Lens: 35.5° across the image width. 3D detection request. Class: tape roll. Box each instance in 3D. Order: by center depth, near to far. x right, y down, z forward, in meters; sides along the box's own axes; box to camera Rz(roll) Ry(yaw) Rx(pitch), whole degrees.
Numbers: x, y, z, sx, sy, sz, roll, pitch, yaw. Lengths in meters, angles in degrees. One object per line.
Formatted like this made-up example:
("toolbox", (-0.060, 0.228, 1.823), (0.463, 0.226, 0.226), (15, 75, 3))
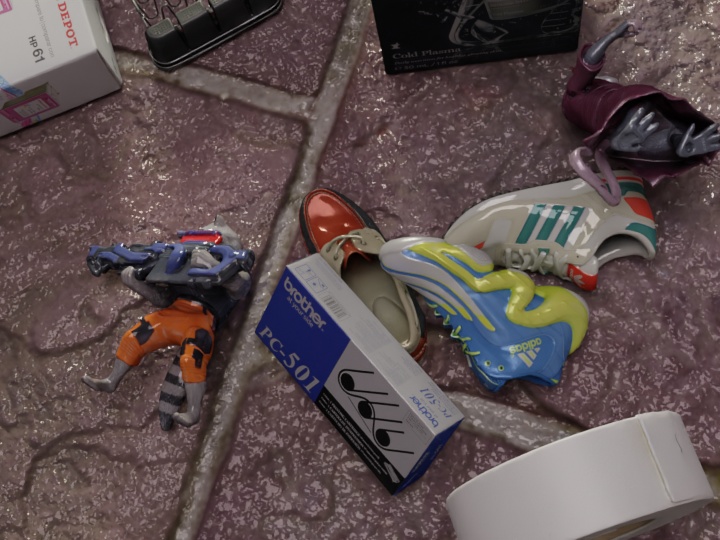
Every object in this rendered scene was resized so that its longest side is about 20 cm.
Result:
("tape roll", (0.170, 0.180, 0.881), (0.200, 0.203, 0.071), (-19, 69, 1))

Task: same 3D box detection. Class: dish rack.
("dish rack", (-0.189, -0.327, 1.181), (0.152, 0.055, 0.201), (-29, 68, -4))

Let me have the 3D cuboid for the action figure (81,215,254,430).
("action figure", (-0.176, 0.037, 1.044), (0.198, 0.105, 0.195), (10, 63, 38))

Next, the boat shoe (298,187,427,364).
("boat shoe", (0.000, 0.000, 1.039), (0.071, 0.063, 0.201), (-29, 69, -1))

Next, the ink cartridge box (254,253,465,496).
("ink cartridge box", (-0.006, 0.089, 0.989), (0.044, 0.094, 0.200), (-23, 62, -43))

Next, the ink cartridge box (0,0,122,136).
("ink cartridge box", (-0.361, -0.227, 1.151), (0.198, 0.085, 0.146), (-21, 70, -1))

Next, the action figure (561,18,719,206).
("action figure", (0.232, -0.132, 1.016), (0.149, 0.134, 0.200), (-45, 28, 2))

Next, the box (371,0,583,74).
("box", (0.105, -0.292, 1.052), (0.198, 0.197, 0.125), (-7, 70, 6))

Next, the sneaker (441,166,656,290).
("sneaker", (0.173, -0.024, 1.018), (0.198, 0.070, 0.094), (-15, 64, -1))

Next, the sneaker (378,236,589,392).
("sneaker", (0.102, 0.043, 0.984), (0.198, 0.076, 0.106), (18, 74, -3))
